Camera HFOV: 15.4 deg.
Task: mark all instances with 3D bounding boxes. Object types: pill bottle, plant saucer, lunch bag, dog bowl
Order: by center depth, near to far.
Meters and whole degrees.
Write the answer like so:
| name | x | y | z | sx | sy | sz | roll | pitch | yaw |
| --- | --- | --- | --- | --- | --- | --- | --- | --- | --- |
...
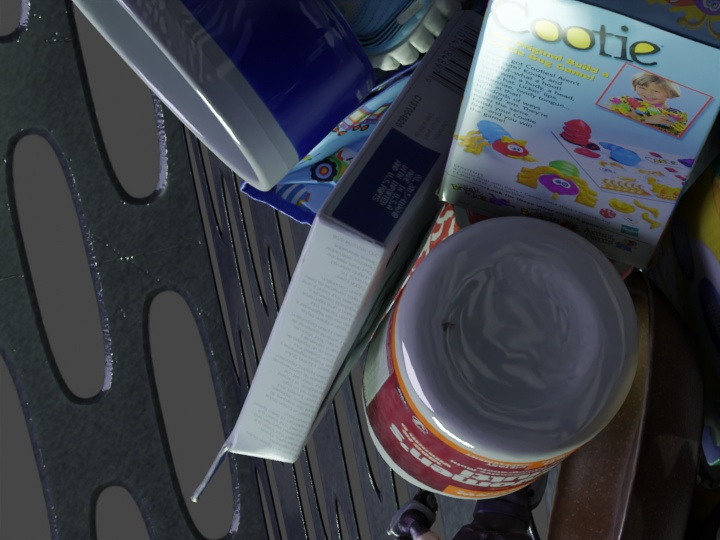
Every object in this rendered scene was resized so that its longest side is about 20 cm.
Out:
| name | x | y | z | sx | sy | sz | roll | pitch | yaw |
| --- | --- | --- | --- | --- | --- | --- | --- | --- | --- |
| plant saucer | 0.122 | 0.101 | 1.222 | 0.200 | 0.037 | 0.201 | -167 | 90 | -85 |
| pill bottle | 0.058 | 0.048 | 1.242 | 0.200 | 0.109 | 0.110 | 118 | 137 | -76 |
| dog bowl | -0.085 | -0.138 | 1.317 | 0.200 | 0.079 | 0.200 | 47 | 175 | 6 |
| lunch bag | 0.043 | -0.117 | 1.412 | 0.200 | 0.094 | 0.151 | -44 | 15 | 38 |

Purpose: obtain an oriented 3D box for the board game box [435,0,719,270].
| name | x | y | z | sx | sy | sz | roll | pitch | yaw |
| --- | --- | --- | --- | --- | --- | --- | --- | --- | --- |
| board game box | 0.106 | -0.100 | 1.128 | 0.200 | 0.105 | 0.103 | 103 | -173 | -65 |

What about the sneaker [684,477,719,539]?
| name | x | y | z | sx | sy | sz | roll | pitch | yaw |
| --- | --- | --- | --- | --- | --- | --- | --- | --- | --- |
| sneaker | 0.170 | 0.147 | 1.225 | 0.200 | 0.075 | 0.090 | 123 | 163 | -60 |

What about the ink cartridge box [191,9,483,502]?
| name | x | y | z | sx | sy | sz | roll | pitch | yaw |
| --- | --- | --- | --- | --- | --- | --- | --- | --- | --- |
| ink cartridge box | 0.000 | 0.000 | 1.287 | 0.200 | 0.041 | 0.200 | -57 | -6 | -49 |

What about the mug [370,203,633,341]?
| name | x | y | z | sx | sy | sz | roll | pitch | yaw |
| --- | --- | --- | --- | --- | --- | --- | --- | --- | --- |
| mug | 0.105 | 0.006 | 1.467 | 0.200 | 0.177 | 0.134 | 110 | -179 | -66 |

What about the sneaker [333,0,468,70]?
| name | x | y | z | sx | sy | sz | roll | pitch | yaw |
| --- | --- | --- | --- | --- | --- | --- | --- | --- | --- |
| sneaker | 0.041 | -0.194 | 1.298 | 0.090 | 0.200 | 0.078 | 32 | -166 | -30 |

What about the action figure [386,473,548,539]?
| name | x | y | z | sx | sy | sz | roll | pitch | yaw |
| --- | --- | --- | --- | --- | --- | --- | --- | --- | --- |
| action figure | 0.086 | 0.130 | 1.567 | 0.069 | 0.130 | 0.201 | 105 | 176 | -71 |

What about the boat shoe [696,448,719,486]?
| name | x | y | z | sx | sy | sz | roll | pitch | yaw |
| --- | --- | --- | --- | --- | --- | --- | --- | --- | --- |
| boat shoe | 0.172 | 0.121 | 1.342 | 0.074 | 0.063 | 0.202 | 47 | -157 | -66 |

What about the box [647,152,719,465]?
| name | x | y | z | sx | sy | sz | roll | pitch | yaw |
| --- | --- | --- | --- | --- | --- | --- | --- | --- | --- |
| box | 0.180 | 0.013 | 1.176 | 0.200 | 0.048 | 0.118 | 119 | 136 | -74 |
